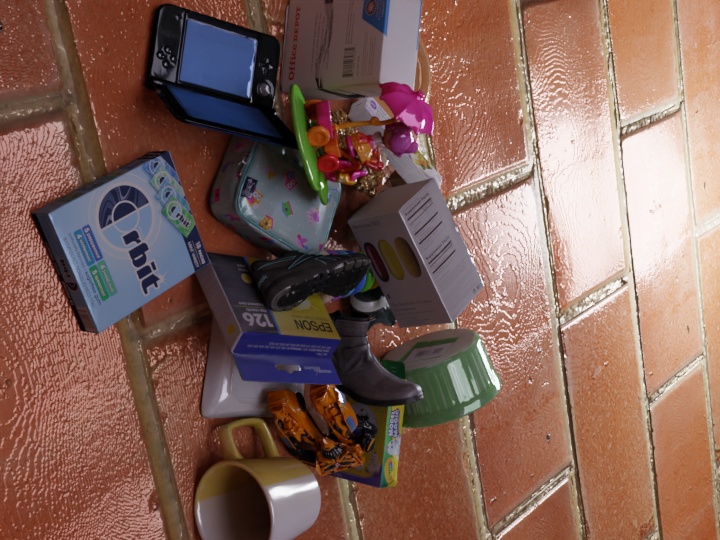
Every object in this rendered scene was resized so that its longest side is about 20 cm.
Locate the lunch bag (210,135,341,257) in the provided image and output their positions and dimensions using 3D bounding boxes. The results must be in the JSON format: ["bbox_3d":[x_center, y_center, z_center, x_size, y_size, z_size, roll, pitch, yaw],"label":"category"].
[{"bbox_3d":[-0.121,-0.116,1.516,0.200,0.077,0.161,35,68,-43],"label":"lunch bag"}]

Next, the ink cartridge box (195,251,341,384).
[{"bbox_3d":[-0.122,0.068,1.471,0.197,0.047,0.200,9,42,-48],"label":"ink cartridge box"}]

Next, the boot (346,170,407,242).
[{"bbox_3d":[0.065,-0.066,1.722,0.201,0.071,0.144,-52,124,-38],"label":"boot"}]

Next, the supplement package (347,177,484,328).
[{"bbox_3d":[0.087,-0.026,1.603,0.110,0.114,0.200,-44,114,-41],"label":"supplement package"}]

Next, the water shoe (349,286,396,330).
[{"bbox_3d":[0.049,0.050,1.736,0.200,0.071,0.079,-15,129,-44],"label":"water shoe"}]

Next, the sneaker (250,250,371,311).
[{"bbox_3d":[-0.069,-0.003,1.492,0.200,0.079,0.076,-13,138,-43],"label":"sneaker"}]

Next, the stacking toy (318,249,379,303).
[{"bbox_3d":[0.000,0.000,1.642,0.200,0.085,0.086,-8,99,-43],"label":"stacking toy"}]

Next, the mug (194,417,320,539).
[{"bbox_3d":[-0.134,0.321,1.497,0.153,0.149,0.187,-3,104,-55],"label":"mug"}]

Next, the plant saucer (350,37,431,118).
[{"bbox_3d":[0.055,-0.327,1.721,0.200,0.032,0.201,-4,96,-47],"label":"plant saucer"}]

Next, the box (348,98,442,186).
[{"bbox_3d":[0.059,-0.200,1.682,0.200,0.041,0.039,45,38,-26],"label":"box"}]

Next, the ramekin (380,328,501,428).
[{"bbox_3d":[0.128,0.174,1.727,0.200,0.200,0.098,-31,107,-41],"label":"ramekin"}]

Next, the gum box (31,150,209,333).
[{"bbox_3d":[-0.307,-0.040,1.347,0.200,0.044,0.170,-36,118,-40],"label":"gum box"}]

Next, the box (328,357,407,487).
[{"bbox_3d":[0.012,0.240,1.660,0.048,0.117,0.201,11,84,-50],"label":"box"}]

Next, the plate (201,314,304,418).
[{"bbox_3d":[-0.143,0.125,1.546,0.199,0.032,0.201,10,86,-46],"label":"plate"}]

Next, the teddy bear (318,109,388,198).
[{"bbox_3d":[-0.017,-0.190,1.600,0.067,0.145,0.200,-38,127,13],"label":"teddy bear"}]

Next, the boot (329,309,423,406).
[{"bbox_3d":[0.007,0.133,1.587,0.070,0.200,0.132,-11,105,-55],"label":"boot"}]

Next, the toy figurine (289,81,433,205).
[{"bbox_3d":[0.014,-0.186,1.433,0.200,0.183,0.150,72,8,-51],"label":"toy figurine"}]

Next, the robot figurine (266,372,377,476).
[{"bbox_3d":[-0.058,0.243,1.562,0.058,0.145,0.200,-95,162,-48],"label":"robot figurine"}]

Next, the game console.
[{"bbox_3d":[-0.176,-0.262,1.395,0.200,0.118,0.171,9,87,-38],"label":"game console"}]

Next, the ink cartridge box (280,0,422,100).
[{"bbox_3d":[-0.016,-0.333,1.523,0.084,0.200,0.145,7,88,-50],"label":"ink cartridge box"}]
